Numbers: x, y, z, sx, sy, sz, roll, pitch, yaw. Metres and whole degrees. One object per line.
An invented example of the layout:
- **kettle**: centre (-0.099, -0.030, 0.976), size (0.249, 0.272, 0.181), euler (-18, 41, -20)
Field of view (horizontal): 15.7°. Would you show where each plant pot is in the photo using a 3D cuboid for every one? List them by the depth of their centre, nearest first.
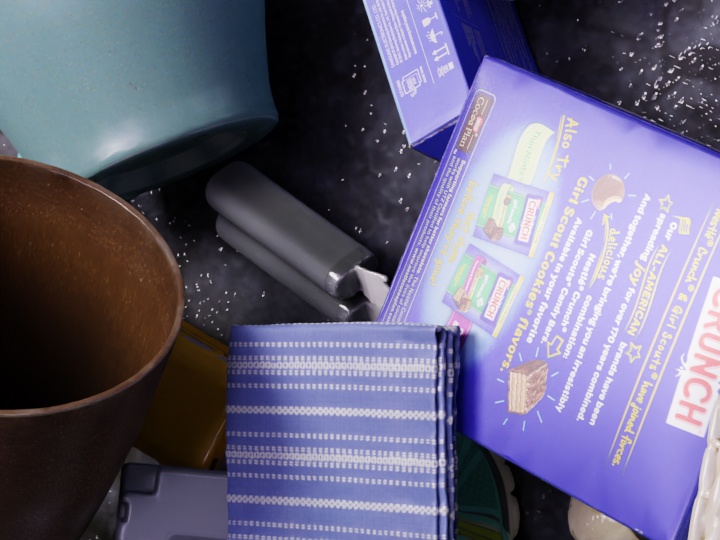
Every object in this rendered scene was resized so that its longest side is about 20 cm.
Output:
- **plant pot**: centre (-0.192, 0.078, 1.284), size (0.187, 0.186, 0.201), euler (46, 139, 33)
- **plant pot**: centre (-0.138, -0.141, 1.404), size (0.199, 0.200, 0.189), euler (-23, 84, 27)

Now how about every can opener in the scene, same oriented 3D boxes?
- **can opener**: centre (0.000, 0.000, 1.363), size (0.199, 0.053, 0.066), euler (31, 60, 34)

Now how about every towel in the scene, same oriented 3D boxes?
- **towel**: centre (-0.007, 0.125, 1.233), size (0.144, 0.024, 0.202), euler (-2, 88, 41)

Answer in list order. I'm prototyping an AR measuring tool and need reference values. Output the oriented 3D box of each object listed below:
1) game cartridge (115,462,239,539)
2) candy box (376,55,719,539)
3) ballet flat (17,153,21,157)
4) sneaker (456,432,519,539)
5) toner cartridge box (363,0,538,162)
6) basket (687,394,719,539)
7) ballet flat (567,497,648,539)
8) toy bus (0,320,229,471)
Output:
- **game cartridge**: centre (-0.063, 0.201, 1.294), size (0.042, 0.132, 0.202), euler (174, 102, -78)
- **candy box**: centre (0.116, 0.016, 1.198), size (0.199, 0.077, 0.170), euler (28, 99, 39)
- **ballet flat**: centre (-0.167, 0.015, 1.460), size (0.070, 0.067, 0.202), euler (8, 84, 19)
- **sneaker**: centre (0.039, 0.135, 1.274), size (0.077, 0.079, 0.201), euler (-36, 59, 20)
- **toner cartridge box**: centre (0.039, -0.145, 1.342), size (0.043, 0.095, 0.201), euler (-29, 62, 24)
- **basket**: centre (0.231, 0.125, 1.079), size (0.123, 0.199, 0.137), euler (6, 80, 39)
- **ballet flat**: centre (0.163, 0.053, 1.226), size (0.200, 0.057, 0.067), euler (-50, 58, 13)
- **toy bus**: centre (-0.105, 0.059, 1.369), size (0.199, 0.078, 0.065), euler (30, 94, 20)
